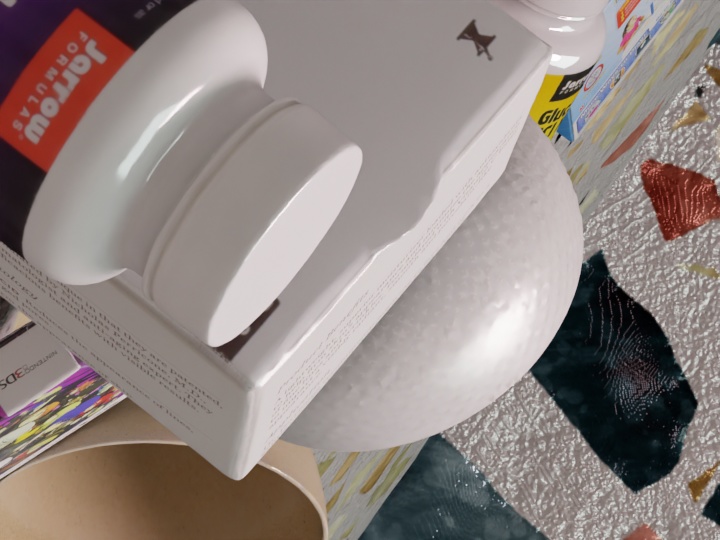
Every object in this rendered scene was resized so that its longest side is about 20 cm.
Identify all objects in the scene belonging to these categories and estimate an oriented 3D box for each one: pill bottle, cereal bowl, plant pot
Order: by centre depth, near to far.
[{"bbox_3d":[-0.102,-0.066,0.862,0.112,0.200,0.111,-51,170,-13],"label":"pill bottle"},{"bbox_3d":[0.000,-0.020,1.212,0.200,0.200,0.083,-50,146,-16],"label":"cereal bowl"},{"bbox_3d":[-0.119,0.097,1.491,0.201,0.200,0.135,115,-21,-50],"label":"plant pot"},{"bbox_3d":[0.101,-0.147,1.793,0.112,0.112,0.200,-43,166,-46],"label":"pill bottle"}]

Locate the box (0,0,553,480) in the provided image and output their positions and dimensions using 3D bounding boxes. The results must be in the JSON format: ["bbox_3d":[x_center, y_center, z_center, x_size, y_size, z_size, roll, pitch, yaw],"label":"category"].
[{"bbox_3d":[-0.062,-0.058,1.088,0.199,0.200,0.131,-49,171,-21],"label":"box"}]

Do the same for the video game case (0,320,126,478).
[{"bbox_3d":[-0.187,0.077,1.287,0.181,0.036,0.200,-33,174,10],"label":"video game case"}]

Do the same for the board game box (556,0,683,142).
[{"bbox_3d":[0.208,-0.226,2.136,0.200,0.056,0.196,-52,164,-9],"label":"board game box"}]
